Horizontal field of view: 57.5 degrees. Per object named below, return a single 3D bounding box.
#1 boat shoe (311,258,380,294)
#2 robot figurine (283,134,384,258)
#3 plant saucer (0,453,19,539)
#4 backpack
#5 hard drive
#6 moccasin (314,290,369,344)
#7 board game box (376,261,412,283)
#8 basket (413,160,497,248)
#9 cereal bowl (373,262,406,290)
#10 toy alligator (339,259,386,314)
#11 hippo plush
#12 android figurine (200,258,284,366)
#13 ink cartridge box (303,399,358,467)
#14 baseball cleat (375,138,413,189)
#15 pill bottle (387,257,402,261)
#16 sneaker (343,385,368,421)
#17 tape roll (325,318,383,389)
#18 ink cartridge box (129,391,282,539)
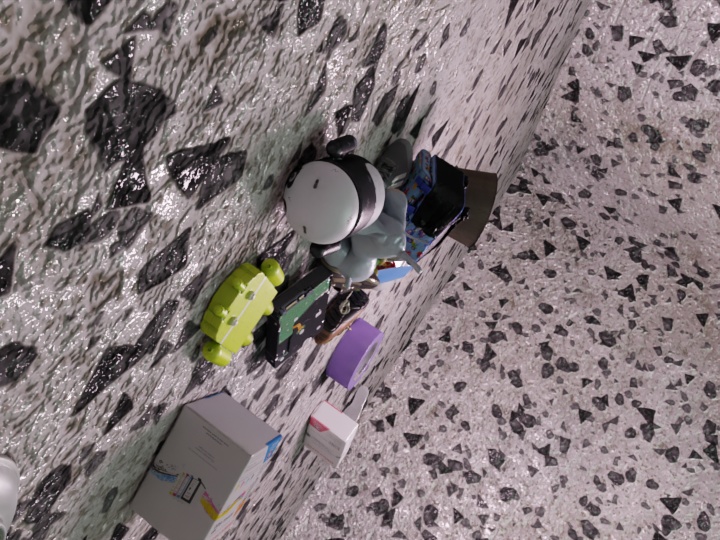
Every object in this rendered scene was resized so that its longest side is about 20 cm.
[{"bbox_3d":[-0.034,0.006,1.347,0.073,0.075,0.199,-42,147,18],"label":"boat shoe"},{"bbox_3d":[-0.038,-0.112,1.001,0.123,0.152,0.200,-23,-175,27],"label":"robot figurine"},{"bbox_3d":[-0.403,0.276,0.631,0.201,0.050,0.201,-54,166,-20],"label":"plant saucer"},{"bbox_3d":[0.124,-0.123,1.365,0.201,0.133,0.184,-51,-166,32],"label":"backpack"},{"bbox_3d":[-0.122,0.091,1.268,0.139,0.038,0.201,-39,159,-31],"label":"hard drive"},{"bbox_3d":[-0.045,0.112,1.587,0.202,0.073,0.078,-50,174,-46],"label":"moccasin"},{"bbox_3d":[0.038,-0.001,1.565,0.155,0.040,0.200,-10,170,-9],"label":"board game box"},{"bbox_3d":[0.190,-0.168,1.505,0.136,0.196,0.183,-108,-144,-72],"label":"basket"},{"bbox_3d":[0.087,-0.029,1.752,0.201,0.083,0.201,-54,165,-20],"label":"cereal bowl"},{"bbox_3d":[0.000,0.000,1.448,0.202,0.059,0.054,-59,-152,0],"label":"toy alligator"},{"bbox_3d":[0.013,-0.062,1.221,0.161,0.199,0.160,-46,-169,43],"label":"hippo plush"},{"bbox_3d":[-0.183,0.061,1.015,0.183,0.041,0.200,-56,169,-13],"label":"android figurine"},{"bbox_3d":[-0.101,0.542,2.170,0.083,0.145,0.202,-47,164,-38],"label":"ink cartridge box"},{"bbox_3d":[0.039,-0.166,1.287,0.203,0.069,0.106,-65,163,13],"label":"baseball cleat"},{"bbox_3d":[0.099,-0.087,1.561,0.113,0.111,0.200,-64,172,23],"label":"pill bottle"},{"bbox_3d":[-0.022,0.589,2.750,0.202,0.070,0.100,-59,163,-21],"label":"sneaker"},{"bbox_3d":[-0.017,0.252,1.985,0.201,0.084,0.201,-56,167,-20],"label":"tape roll"},{"bbox_3d":[-0.258,0.340,1.116,0.202,0.143,0.147,-60,168,7],"label":"ink cartridge box"}]
